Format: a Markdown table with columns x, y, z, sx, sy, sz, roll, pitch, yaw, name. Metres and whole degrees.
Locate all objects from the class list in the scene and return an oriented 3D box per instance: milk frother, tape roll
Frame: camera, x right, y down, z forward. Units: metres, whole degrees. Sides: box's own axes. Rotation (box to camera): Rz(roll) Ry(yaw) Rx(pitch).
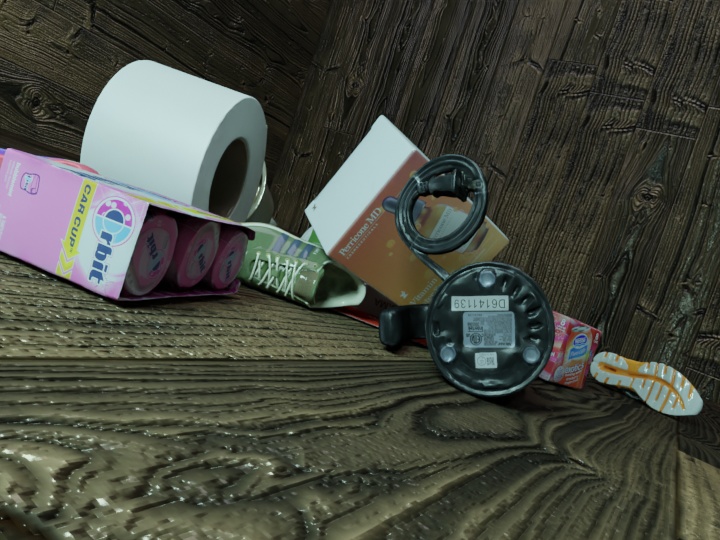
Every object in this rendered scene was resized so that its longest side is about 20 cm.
| x | y | z | sx | sy | sz | roll | pitch | yaw | name |
| --- | --- | --- | --- | --- | --- | --- | --- | --- | --- |
| 0.117 | 0.005 | 0.591 | 0.176 | 0.206 | 0.188 | 16 | 2 | 13 | milk frother |
| -0.215 | -0.128 | 0.676 | 0.136 | 0.208 | 0.203 | 19 | 3 | 5 | tape roll |

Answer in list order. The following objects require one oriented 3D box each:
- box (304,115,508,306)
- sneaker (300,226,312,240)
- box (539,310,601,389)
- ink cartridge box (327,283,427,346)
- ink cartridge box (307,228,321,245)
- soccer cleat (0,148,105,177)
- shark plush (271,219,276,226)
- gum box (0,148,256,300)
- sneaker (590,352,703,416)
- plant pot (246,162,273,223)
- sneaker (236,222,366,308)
| x | y | z | sx | sy | sz | roll | pitch | yaw | name |
| --- | --- | --- | --- | --- | --- | --- | --- | --- | --- |
| 0.057 | -0.054 | 0.688 | 0.198 | 0.153 | 0.107 | 33 | 16 | -36 | box |
| -0.064 | -0.048 | 1.102 | 0.074 | 0.197 | 0.116 | 51 | 27 | -18 | sneaker |
| 0.258 | 0.099 | 0.886 | 0.098 | 0.098 | 0.198 | 19 | 3 | -37 | box |
| 0.047 | 0.054 | 0.772 | 0.195 | 0.045 | 0.174 | 21 | 1 | -1 | ink cartridge box |
| 0.000 | 0.000 | 0.933 | 0.101 | 0.061 | 0.200 | 13 | -18 | 30 | ink cartridge box |
| -0.294 | -0.071 | 0.480 | 0.075 | 0.069 | 0.198 | 16 | 2 | 34 | soccer cleat |
| -0.391 | -0.169 | 1.990 | 0.194 | 0.094 | 0.083 | -4 | -8 | -23 | shark plush |
| -0.174 | -0.028 | 0.454 | 0.111 | 0.068 | 0.200 | 20 | 2 | 10 | gum box |
| 0.526 | 0.207 | 1.029 | 0.076 | 0.080 | 0.198 | 29 | -2 | -37 | sneaker |
| -0.253 | -0.145 | 1.097 | 0.196 | 0.205 | 0.184 | 20 | -9 | 11 | plant pot |
| -0.076 | -0.001 | 0.639 | 0.196 | 0.069 | 0.090 | 12 | 16 | -35 | sneaker |
